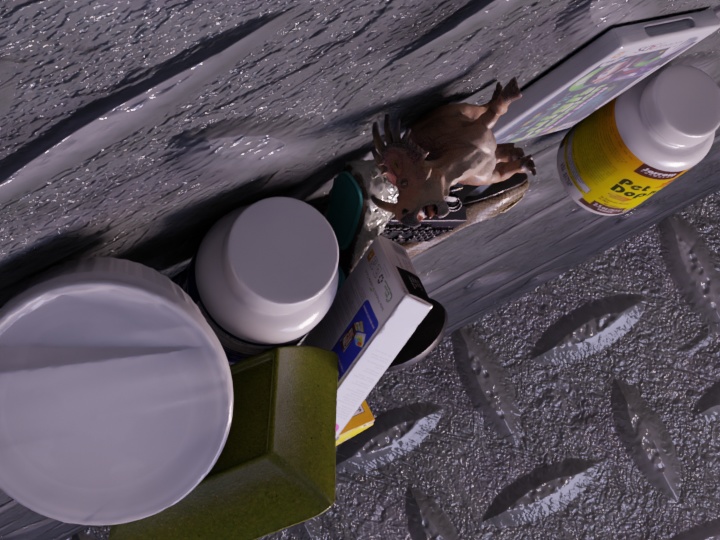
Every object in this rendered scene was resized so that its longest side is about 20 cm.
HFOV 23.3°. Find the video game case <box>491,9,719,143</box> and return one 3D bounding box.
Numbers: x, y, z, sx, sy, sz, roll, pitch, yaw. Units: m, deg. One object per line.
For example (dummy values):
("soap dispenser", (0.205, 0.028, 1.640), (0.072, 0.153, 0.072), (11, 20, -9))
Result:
("video game case", (0.210, -0.172, 1.601), (0.200, 0.023, 0.182), (-33, 170, 40))

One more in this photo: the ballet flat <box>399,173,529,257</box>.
("ballet flat", (0.091, -0.049, 1.861), (0.200, 0.046, 0.067), (-25, -162, 0))

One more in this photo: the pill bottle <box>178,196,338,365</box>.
("pill bottle", (-0.084, 0.010, 1.458), (0.120, 0.120, 0.200), (-24, 172, -20))

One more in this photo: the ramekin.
("ramekin", (-0.196, 0.082, 1.315), (0.202, 0.202, 0.094), (-28, -157, 6))

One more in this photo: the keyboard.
("keyboard", (0.016, -0.047, 1.611), (0.200, 0.021, 0.127), (-3, 159, -36))

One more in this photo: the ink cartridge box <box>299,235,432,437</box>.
("ink cartridge box", (-0.017, 0.074, 1.482), (0.037, 0.095, 0.200), (26, 112, -29))

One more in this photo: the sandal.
("sandal", (-0.015, 0.064, 1.691), (0.200, 0.075, 0.048), (-10, 150, 11))

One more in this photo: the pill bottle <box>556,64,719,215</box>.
("pill bottle", (0.287, -0.136, 1.783), (0.109, 0.109, 0.200), (-23, 172, -24))

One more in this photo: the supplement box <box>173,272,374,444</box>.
("supplement box", (-0.097, 0.087, 1.628), (0.109, 0.200, 0.110), (-18, 168, -46))

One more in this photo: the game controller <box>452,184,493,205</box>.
("game controller", (0.083, -0.086, 1.731), (0.104, 0.042, 0.200), (-44, 169, 14))

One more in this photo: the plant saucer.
("plant saucer", (-0.117, 0.142, 1.393), (0.200, 0.048, 0.200), (-22, -149, 14))

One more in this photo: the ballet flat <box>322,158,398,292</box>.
("ballet flat", (-0.006, -0.027, 1.531), (0.072, 0.072, 0.200), (-22, 157, -34))

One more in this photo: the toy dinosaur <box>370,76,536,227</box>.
("toy dinosaur", (0.065, -0.098, 1.414), (0.136, 0.086, 0.200), (-16, -171, -1))
